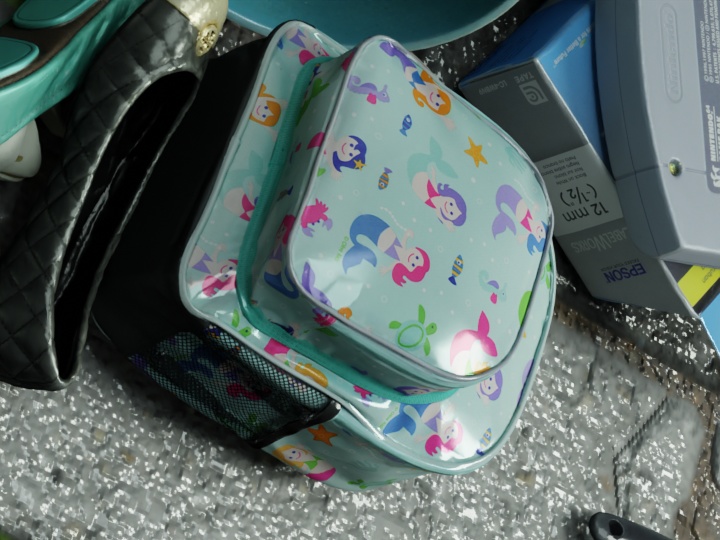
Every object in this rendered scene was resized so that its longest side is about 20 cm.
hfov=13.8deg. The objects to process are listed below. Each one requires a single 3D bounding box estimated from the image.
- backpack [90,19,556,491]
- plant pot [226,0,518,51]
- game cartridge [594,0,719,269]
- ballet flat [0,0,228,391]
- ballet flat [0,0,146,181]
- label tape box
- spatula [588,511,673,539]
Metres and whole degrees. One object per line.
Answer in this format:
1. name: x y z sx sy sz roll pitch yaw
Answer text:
1. backpack: 0.000 0.000 1.344 0.200 0.150 0.178 40 55 -31
2. plant pot: 0.002 -0.237 1.381 0.200 0.200 0.188 37 42 -28
3. game cartridge: 0.176 -0.098 1.500 0.133 0.041 0.201 11 71 -43
4. ballet flat: -0.104 -0.038 1.280 0.200 0.057 0.066 -63 154 -7
5. ballet flat: -0.144 -0.080 1.292 0.200 0.067 0.071 -38 124 -37
6. label tape box: 0.157 -0.058 1.540 0.143 0.066 0.200 -45 110 -39
7. spatula: 0.191 0.157 1.540 0.200 0.021 0.057 19 55 -33
